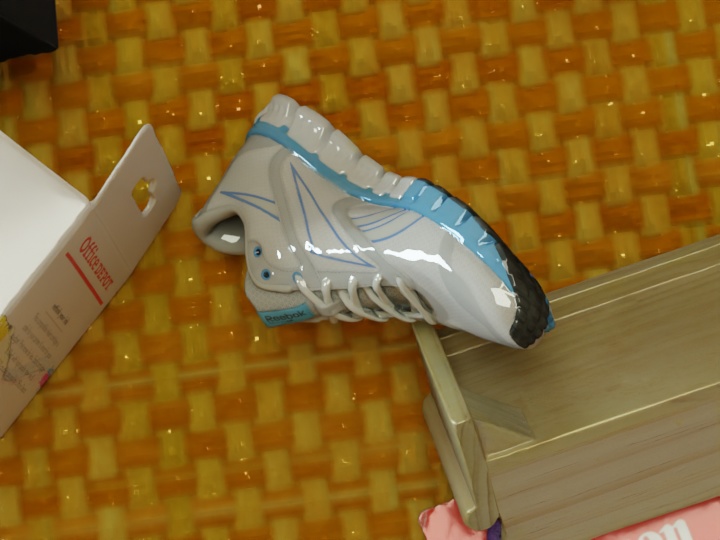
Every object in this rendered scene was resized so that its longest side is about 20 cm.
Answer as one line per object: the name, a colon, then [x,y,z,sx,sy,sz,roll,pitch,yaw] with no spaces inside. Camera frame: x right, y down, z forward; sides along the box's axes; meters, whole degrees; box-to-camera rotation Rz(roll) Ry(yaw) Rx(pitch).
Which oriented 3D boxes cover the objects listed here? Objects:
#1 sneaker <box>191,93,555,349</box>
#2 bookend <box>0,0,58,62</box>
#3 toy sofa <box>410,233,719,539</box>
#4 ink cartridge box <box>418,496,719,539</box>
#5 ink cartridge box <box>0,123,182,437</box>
sneaker: [0.000,0.000,0.982,0.087,0.075,0.200,-47,42,-12]
bookend: [-0.216,-0.087,0.998,0.199,0.092,0.200,-13,73,20]
toy sofa: [0.127,0.046,0.998,0.199,0.098,0.083,-19,39,-2]
ink cartridge box: [0.133,0.168,0.983,0.162,0.050,0.201,-20,80,-3]
ink cartridge box: [-0.167,0.013,0.997,0.067,0.117,0.200,36,80,10]
